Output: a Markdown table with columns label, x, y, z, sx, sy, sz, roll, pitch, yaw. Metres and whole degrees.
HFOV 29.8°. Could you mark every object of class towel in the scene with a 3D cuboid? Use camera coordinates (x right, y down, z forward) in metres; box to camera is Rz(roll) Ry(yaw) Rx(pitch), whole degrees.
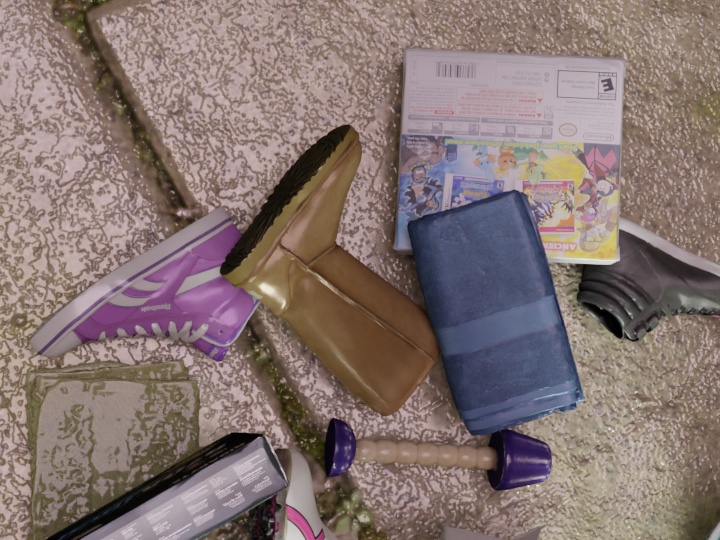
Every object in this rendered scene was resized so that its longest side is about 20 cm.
| label | x | y | z | sx | sy | sz | roll | pitch | yaw |
| --- | --- | --- | --- | --- | --- | --- | --- | --- | --- |
| towel | 0.115 | 0.036 | 1.165 | 0.111 | 0.049 | 0.201 | -16 | 98 | 5 |
| towel | -0.206 | 0.176 | 1.138 | 0.148 | 0.036 | 0.201 | -1 | 85 | -14 |

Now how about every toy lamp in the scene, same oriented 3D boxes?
| label | x | y | z | sx | sy | sz | roll | pitch | yaw |
| --- | --- | --- | --- | --- | --- | --- | --- | --- | --- |
| toy lamp | 0.070 | 0.162 | 1.194 | 0.199 | 0.058 | 0.058 | 7 | 84 | -11 |

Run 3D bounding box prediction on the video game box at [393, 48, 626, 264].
| label | x | y | z | sx | sy | sz | roll | pitch | yaw |
| --- | --- | --- | --- | --- | --- | --- | --- | --- | --- |
| video game box | 0.133 | -0.101 | 1.208 | 0.199 | 0.047 | 0.183 | 3 | 83 | 3 |

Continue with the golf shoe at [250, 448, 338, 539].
| label | x | y | z | sx | sy | sz | roll | pitch | yaw |
| --- | --- | --- | --- | --- | --- | --- | --- | --- | --- |
| golf shoe | -0.044 | 0.247 | 1.156 | 0.092 | 0.073 | 0.201 | -6 | 97 | -20 |

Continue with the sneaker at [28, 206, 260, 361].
| label | x | y | z | sx | sy | sz | roll | pitch | yaw |
| --- | --- | --- | --- | --- | --- | --- | --- | --- | --- |
| sneaker | -0.170 | 0.042 | 1.138 | 0.200 | 0.073 | 0.115 | -31 | 95 | -13 |

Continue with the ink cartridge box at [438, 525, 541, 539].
| label | x | y | z | sx | sy | sz | roll | pitch | yaw |
| --- | --- | --- | --- | --- | --- | --- | --- | --- | --- |
| ink cartridge box | 0.108 | 0.318 | 1.116 | 0.125 | 0.129 | 0.200 | 13 | 40 | -3 |

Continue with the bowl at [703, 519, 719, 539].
| label | x | y | z | sx | sy | sz | roll | pitch | yaw |
| --- | --- | --- | --- | --- | --- | --- | --- | --- | --- |
| bowl | 0.375 | 0.297 | 1.222 | 0.200 | 0.105 | 0.202 | 3 | 77 | -11 |

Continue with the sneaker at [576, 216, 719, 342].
| label | x | y | z | sx | sy | sz | roll | pitch | yaw |
| --- | --- | --- | --- | --- | --- | --- | --- | --- | --- |
| sneaker | 0.287 | 0.032 | 1.250 | 0.199 | 0.071 | 0.099 | 25 | 83 | -4 |

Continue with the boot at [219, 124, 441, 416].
| label | x | y | z | sx | sy | sz | roll | pitch | yaw |
| --- | --- | --- | --- | --- | --- | --- | --- | --- | --- |
| boot | 0.000 | 0.000 | 1.164 | 0.200 | 0.066 | 0.175 | 40 | 88 | -23 |

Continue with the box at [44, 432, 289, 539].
| label | x | y | z | sx | sy | sz | roll | pitch | yaw |
| --- | --- | --- | --- | --- | --- | --- | --- | --- | --- |
| box | -0.162 | 0.193 | 1.047 | 0.200 | 0.159 | 0.046 | -29 | 91 | -15 |
